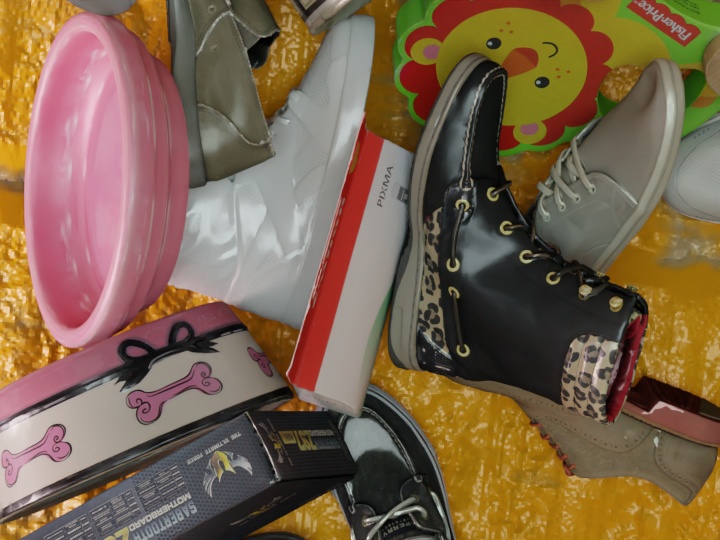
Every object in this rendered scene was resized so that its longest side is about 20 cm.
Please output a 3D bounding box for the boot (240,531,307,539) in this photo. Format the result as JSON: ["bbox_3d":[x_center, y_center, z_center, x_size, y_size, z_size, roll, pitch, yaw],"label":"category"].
[{"bbox_3d":[-0.110,0.242,1.637,0.199,0.174,0.070,-29,97,3],"label":"boot"}]

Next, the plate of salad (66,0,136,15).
[{"bbox_3d":[-0.194,-0.239,1.570,0.048,0.200,0.201,-25,98,24],"label":"plate of salad"}]

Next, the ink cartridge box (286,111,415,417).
[{"bbox_3d":[0.000,0.000,1.581,0.050,0.200,0.162,16,84,0],"label":"ink cartridge box"}]

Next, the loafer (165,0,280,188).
[{"bbox_3d":[-0.084,-0.148,1.622,0.069,0.075,0.202,-2,78,-4],"label":"loafer"}]

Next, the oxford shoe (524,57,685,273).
[{"bbox_3d":[0.140,-0.050,1.618,0.057,0.076,0.200,14,133,-18],"label":"oxford shoe"}]

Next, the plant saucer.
[{"bbox_3d":[-0.152,-0.054,1.597,0.050,0.200,0.202,2,98,-25],"label":"plant saucer"}]

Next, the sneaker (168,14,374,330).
[{"bbox_3d":[-0.063,-0.073,1.649,0.115,0.074,0.201,15,95,-3],"label":"sneaker"}]

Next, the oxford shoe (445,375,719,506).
[{"bbox_3d":[0.134,0.095,1.677,0.199,0.070,0.075,20,103,-2],"label":"oxford shoe"}]

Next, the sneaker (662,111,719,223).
[{"bbox_3d":[0.286,-0.065,1.647,0.198,0.092,0.076,-4,97,0],"label":"sneaker"}]

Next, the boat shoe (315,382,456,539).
[{"bbox_3d":[0.030,0.163,1.680,0.072,0.071,0.201,-25,94,3],"label":"boat shoe"}]

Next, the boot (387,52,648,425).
[{"bbox_3d":[0.104,-0.016,1.584,0.153,0.073,0.205,19,111,24],"label":"boot"}]

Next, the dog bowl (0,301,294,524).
[{"bbox_3d":[-0.145,0.083,1.611,0.199,0.200,0.074,-23,86,2],"label":"dog bowl"}]

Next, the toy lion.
[{"bbox_3d":[0.127,-0.133,1.626,0.199,0.069,0.192,29,126,-28],"label":"toy lion"}]

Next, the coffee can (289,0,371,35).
[{"bbox_3d":[-0.029,-0.263,1.579,0.146,0.146,0.201,-35,92,3],"label":"coffee can"}]

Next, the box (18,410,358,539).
[{"bbox_3d":[-0.115,0.151,1.614,0.199,0.158,0.051,-30,78,13],"label":"box"}]
